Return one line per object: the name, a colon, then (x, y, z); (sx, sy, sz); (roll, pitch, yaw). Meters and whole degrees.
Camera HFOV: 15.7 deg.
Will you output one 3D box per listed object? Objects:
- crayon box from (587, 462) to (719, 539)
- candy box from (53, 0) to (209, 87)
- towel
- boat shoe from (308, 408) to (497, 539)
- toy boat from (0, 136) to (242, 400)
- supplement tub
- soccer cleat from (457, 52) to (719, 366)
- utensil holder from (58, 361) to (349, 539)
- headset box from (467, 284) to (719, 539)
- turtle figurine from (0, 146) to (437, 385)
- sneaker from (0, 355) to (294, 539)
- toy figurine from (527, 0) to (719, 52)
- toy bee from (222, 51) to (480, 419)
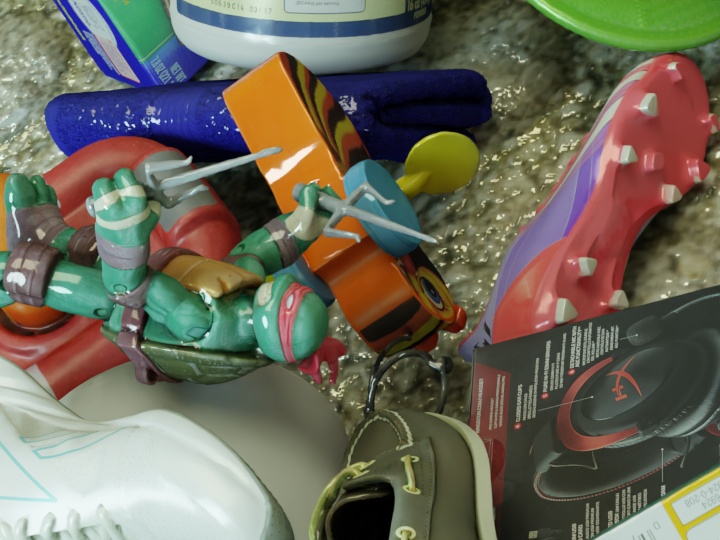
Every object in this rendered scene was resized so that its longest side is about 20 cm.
crayon box: (0.157, 0.179, 0.995); (0.125, 0.052, 0.201); (-30, 81, 7)
candy box: (-0.098, -0.227, 1.480); (0.200, 0.169, 0.077); (-47, 40, -16)
towel: (-0.046, -0.075, 1.359); (0.199, 0.050, 0.147); (0, 7, 31)
boat shoe: (0.015, 0.105, 1.029); (0.072, 0.060, 0.202); (-63, 17, 18)
toy boat: (-0.159, 0.002, 1.246); (0.199, 0.131, 0.131); (-35, 55, -6)
supplement tub: (-0.030, -0.218, 1.389); (0.144, 0.202, 0.145); (2, 20, -1)
soccer cleat: (0.111, -0.030, 1.268); (0.076, 0.067, 0.201); (-8, 44, 43)
utensil holder: (-0.066, 0.157, 1.111); (0.169, 0.170, 0.201); (-23, 42, 8)
headset box: (0.129, 0.090, 1.122); (0.199, 0.075, 0.149); (-16, 42, 21)
turtle figurine: (-0.078, -0.002, 1.095); (0.199, 0.150, 0.102); (7, 87, 26)
sneaker: (-0.112, 0.094, 1.026); (0.199, 0.071, 0.080); (13, 50, 36)
toy figurine: (0.128, -0.230, 1.260); (0.199, 0.185, 0.151); (17, 51, 0)
toy bee: (0.000, 0.000, 1.220); (0.130, 0.109, 0.202); (-12, 71, 25)
